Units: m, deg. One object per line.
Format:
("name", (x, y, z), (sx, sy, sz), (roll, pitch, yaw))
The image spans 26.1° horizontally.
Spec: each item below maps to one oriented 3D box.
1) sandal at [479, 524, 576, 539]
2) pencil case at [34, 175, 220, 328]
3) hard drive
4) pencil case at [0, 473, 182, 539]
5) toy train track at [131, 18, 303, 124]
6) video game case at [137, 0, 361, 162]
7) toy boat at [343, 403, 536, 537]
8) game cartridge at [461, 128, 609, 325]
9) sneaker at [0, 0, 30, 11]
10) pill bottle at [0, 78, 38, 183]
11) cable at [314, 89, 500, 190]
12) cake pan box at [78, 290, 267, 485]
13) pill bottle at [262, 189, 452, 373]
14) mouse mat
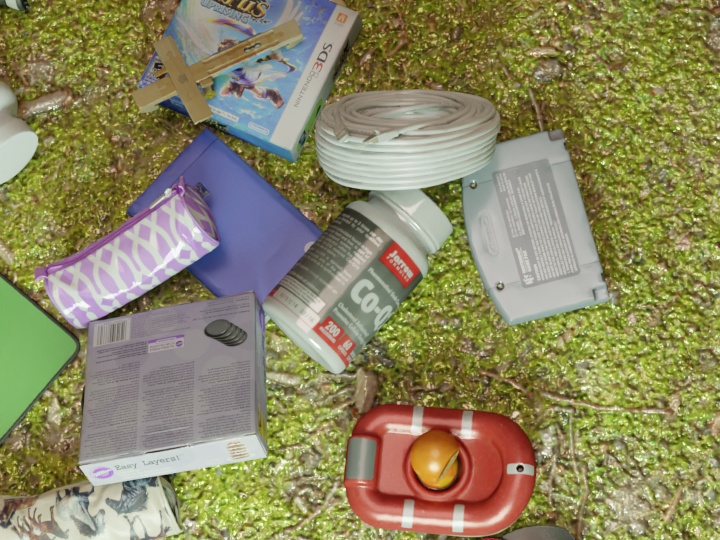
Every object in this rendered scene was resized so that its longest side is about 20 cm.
("sandal", (0.128, 0.309, 1.591), (0.198, 0.045, 0.076), (-11, 73, 1))
("pencil case", (-0.245, -0.018, 1.666), (0.199, 0.086, 0.084), (-33, 39, 8))
("hard drive", (-0.144, -0.046, 1.717), (0.200, 0.025, 0.132), (42, 81, 13))
("pencil case", (-0.289, 0.252, 1.618), (0.198, 0.078, 0.090), (-14, 91, 1))
("toy train track", (-0.157, -0.222, 1.720), (0.199, 0.033, 0.115), (-26, 68, -8))
("video game case", (-0.125, -0.245, 1.760), (0.199, 0.045, 0.182), (23, 77, 10))
("toy boat", (0.080, 0.197, 1.579), (0.198, 0.131, 0.132), (4, 73, 5))
("game cartridge", (0.182, -0.046, 1.690), (0.132, 0.041, 0.202), (-12, 74, -3))
("sneaker", (-0.425, -0.401, 1.813), (0.090, 0.067, 0.202), (2, 77, 2))
("pill bottle", (-0.456, -0.190, 1.734), (0.112, 0.112, 0.200), (-44, 76, -8))
("cable", (0.050, -0.143, 1.647), (0.198, 0.200, 0.070), (-7, 109, -13))
("cake pan box", (-0.196, 0.122, 1.611), (0.198, 0.052, 0.185), (-11, 48, 6))
("pill bottle", (0.000, 0.000, 1.648), (0.114, 0.114, 0.200), (40, 81, 13))
("mouse mat", (-0.425, 0.109, 1.705), (0.161, 0.008, 0.200), (38, 82, 13))
